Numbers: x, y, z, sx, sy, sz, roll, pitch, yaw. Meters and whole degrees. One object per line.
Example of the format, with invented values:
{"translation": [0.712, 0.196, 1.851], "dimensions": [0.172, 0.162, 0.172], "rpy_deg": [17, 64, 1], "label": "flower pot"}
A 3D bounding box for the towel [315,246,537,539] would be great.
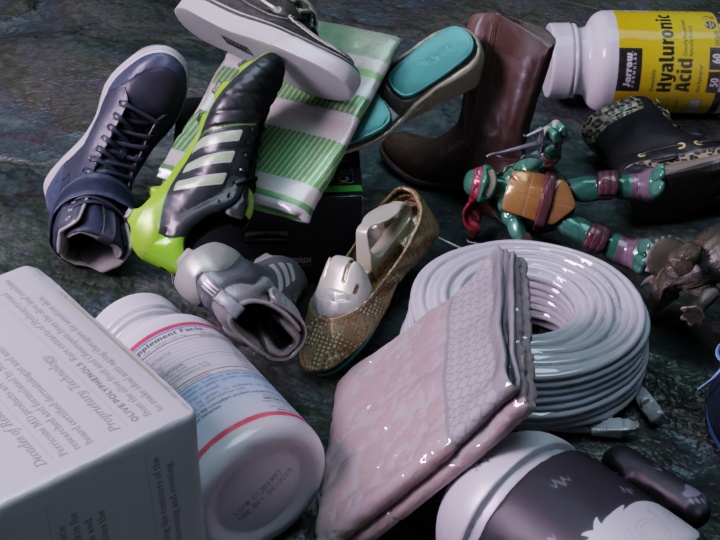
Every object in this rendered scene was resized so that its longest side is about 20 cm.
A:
{"translation": [0.042, 0.087, 0.882], "dimensions": [0.032, 0.191, 0.200], "rpy_deg": [41, 24, -16], "label": "towel"}

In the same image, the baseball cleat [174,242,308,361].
{"translation": [-0.076, 0.033, 1.004], "dimensions": [0.106, 0.070, 0.200], "rpy_deg": [45, 12, 19], "label": "baseball cleat"}

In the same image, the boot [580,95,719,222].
{"translation": [0.332, -0.120, 1.280], "dimensions": [0.199, 0.073, 0.151], "rpy_deg": [-14, 37, -12], "label": "boot"}

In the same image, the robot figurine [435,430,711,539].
{"translation": [0.137, 0.186, 0.787], "dimensions": [0.150, 0.125, 0.200], "rpy_deg": [0, 26, -47], "label": "robot figurine"}

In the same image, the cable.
{"translation": [0.132, 0.049, 1.026], "dimensions": [0.199, 0.069, 0.200], "rpy_deg": [-2, 35, -5], "label": "cable"}

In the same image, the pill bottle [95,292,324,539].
{"translation": [-0.120, 0.101, 0.909], "dimensions": [0.109, 0.109, 0.200], "rpy_deg": [-20, 40, -28], "label": "pill bottle"}

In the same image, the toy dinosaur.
{"translation": [0.303, -0.013, 1.032], "dimensions": [0.200, 0.077, 0.102], "rpy_deg": [-24, 19, 30], "label": "toy dinosaur"}

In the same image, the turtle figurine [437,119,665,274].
{"translation": [0.166, -0.065, 1.150], "dimensions": [0.199, 0.150, 0.101], "rpy_deg": [11, 17, -1], "label": "turtle figurine"}

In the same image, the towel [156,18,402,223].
{"translation": [-0.070, -0.138, 1.104], "dimensions": [0.152, 0.023, 0.200], "rpy_deg": [15, 61, 20], "label": "towel"}

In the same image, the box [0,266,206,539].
{"translation": [-0.212, 0.145, 0.762], "dimensions": [0.171, 0.200, 0.200], "rpy_deg": [-25, 41, -33], "label": "box"}

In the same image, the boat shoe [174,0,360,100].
{"translation": [-0.072, -0.209, 1.089], "dimensions": [0.200, 0.071, 0.064], "rpy_deg": [30, 78, 28], "label": "boat shoe"}

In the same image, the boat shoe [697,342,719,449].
{"translation": [0.311, 0.069, 1.004], "dimensions": [0.084, 0.069, 0.200], "rpy_deg": [9, 35, 11], "label": "boat shoe"}

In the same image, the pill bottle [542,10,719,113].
{"translation": [0.303, -0.228, 1.396], "dimensions": [0.199, 0.112, 0.111], "rpy_deg": [0, 35, -1], "label": "pill bottle"}

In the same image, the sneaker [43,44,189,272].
{"translation": [-0.211, -0.092, 1.131], "dimensions": [0.077, 0.202, 0.146], "rpy_deg": [27, 25, -28], "label": "sneaker"}

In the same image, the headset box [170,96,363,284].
{"translation": [-0.087, -0.074, 1.174], "dimensions": [0.174, 0.093, 0.200], "rpy_deg": [-1, 36, -3], "label": "headset box"}

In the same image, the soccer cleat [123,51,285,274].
{"translation": [-0.108, -0.084, 1.031], "dimensions": [0.081, 0.068, 0.200], "rpy_deg": [32, 82, 12], "label": "soccer cleat"}

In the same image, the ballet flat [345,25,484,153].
{"translation": [0.023, -0.149, 1.144], "dimensions": [0.200, 0.070, 0.070], "rpy_deg": [-28, 40, -5], "label": "ballet flat"}

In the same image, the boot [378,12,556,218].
{"translation": [0.099, -0.170, 1.224], "dimensions": [0.186, 0.201, 0.064], "rpy_deg": [27, 41, 31], "label": "boot"}

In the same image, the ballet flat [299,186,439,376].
{"translation": [0.000, 0.000, 1.065], "dimensions": [0.070, 0.065, 0.200], "rpy_deg": [5, 43, 32], "label": "ballet flat"}
